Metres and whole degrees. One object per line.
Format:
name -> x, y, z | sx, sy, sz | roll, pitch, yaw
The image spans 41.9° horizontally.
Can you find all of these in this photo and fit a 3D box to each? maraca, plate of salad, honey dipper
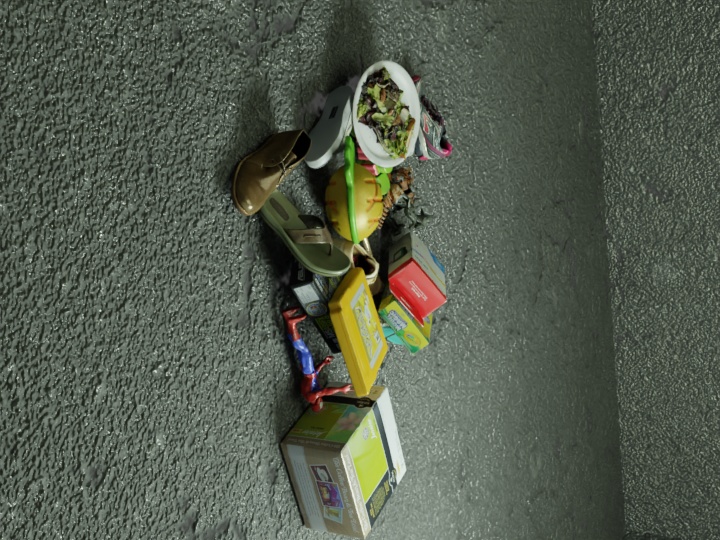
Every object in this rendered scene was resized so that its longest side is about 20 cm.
maraca -> -0.014, -0.144, 1.720 | 0.138, 0.106, 0.201 | -91, 176, -57
plate of salad -> 0.059, -0.298, 1.796 | 0.199, 0.048, 0.202 | -9, 102, -47
honey dipper -> 0.019, -0.035, 1.896 | 0.038, 0.038, 0.201 | -59, 142, -41

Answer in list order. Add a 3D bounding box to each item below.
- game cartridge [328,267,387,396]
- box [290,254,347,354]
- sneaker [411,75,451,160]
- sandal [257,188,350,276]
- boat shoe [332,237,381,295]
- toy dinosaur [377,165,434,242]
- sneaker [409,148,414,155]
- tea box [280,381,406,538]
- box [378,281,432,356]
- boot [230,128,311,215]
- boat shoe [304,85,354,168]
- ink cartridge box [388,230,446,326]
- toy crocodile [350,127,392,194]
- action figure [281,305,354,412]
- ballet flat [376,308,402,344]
game cartridge -> -0.002, 0.106, 1.698 | 0.200, 0.032, 0.178 | -62, 136, -70
box -> -0.065, 0.028, 1.686 | 0.201, 0.044, 0.161 | 61, 20, -45
sneaker -> 0.149, -0.339, 2.075 | 0.081, 0.074, 0.201 | -59, 139, -42
sandal -> -0.093, -0.067, 1.574 | 0.201, 0.057, 0.080 | 44, 39, -10
boat shoe -> 0.000, 0.000, 1.828 | 0.200, 0.069, 0.074 | 42, 56, -54
toy dinosaur -> 0.068, -0.139, 1.953 | 0.200, 0.102, 0.136 | -42, 114, -30
sneaker -> 0.064, -0.314, 1.920 | 0.200, 0.078, 0.080 | 49, 53, -61
tea box -> -0.026, 0.346, 1.738 | 0.197, 0.133, 0.202 | -48, 132, -50
box -> 0.092, 0.089, 1.915 | 0.118, 0.048, 0.200 | 51, 19, -11
boot -> -0.145, -0.168, 1.534 | 0.074, 0.075, 0.201 | 54, 43, -27
boat shoe -> -0.047, -0.250, 1.733 | 0.070, 0.070, 0.201 | 59, 36, -41
ink cartridge box -> 0.116, 0.015, 1.929 | 0.116, 0.067, 0.200 | 47, 19, -18
toy crocodile -> 0.016, -0.243, 1.845 | 0.062, 0.067, 0.202 | -45, 130, -50
action figure -> -0.072, 0.158, 1.680 | 0.065, 0.098, 0.202 | -133, -149, -64
ballet flat -> 0.052, 0.114, 1.954 | 0.200, 0.071, 0.072 | 23, 72, -62
